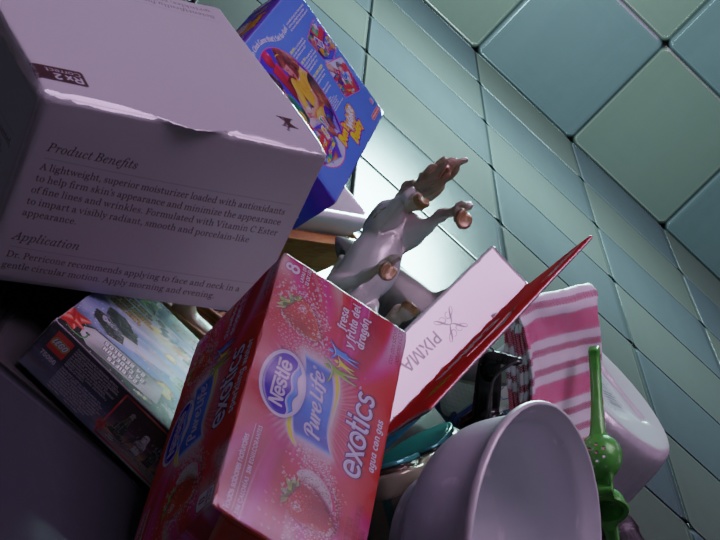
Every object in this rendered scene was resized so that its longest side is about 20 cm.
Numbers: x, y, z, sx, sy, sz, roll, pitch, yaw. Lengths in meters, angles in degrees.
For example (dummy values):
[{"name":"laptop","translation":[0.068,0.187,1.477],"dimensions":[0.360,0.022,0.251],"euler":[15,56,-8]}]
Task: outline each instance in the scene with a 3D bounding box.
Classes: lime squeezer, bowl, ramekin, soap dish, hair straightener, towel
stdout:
[{"name":"lime squeezer","translation":[0.192,0.167,1.386],"dimensions":[0.071,0.037,0.201],"euler":[-104,-176,-80]},{"name":"bowl","translation":[0.079,0.186,1.150],"dimensions":[0.201,0.090,0.202],"euler":[2,87,-59]},{"name":"ramekin","translation":[0.197,0.137,1.626],"dimensions":[0.200,0.098,0.201],"euler":[40,16,-14]},{"name":"soap dish","translation":[-0.091,-0.069,1.449],"dimensions":[0.158,0.081,0.200],"euler":[50,16,18]},{"name":"hair straightener","translation":[0.100,0.130,1.311],"dimensions":[0.041,0.200,0.077],"euler":[2,55,-6]},{"name":"towel","translation":[0.164,0.115,1.388],"dimensions":[0.146,0.030,0.201],"euler":[-13,100,-58]}]

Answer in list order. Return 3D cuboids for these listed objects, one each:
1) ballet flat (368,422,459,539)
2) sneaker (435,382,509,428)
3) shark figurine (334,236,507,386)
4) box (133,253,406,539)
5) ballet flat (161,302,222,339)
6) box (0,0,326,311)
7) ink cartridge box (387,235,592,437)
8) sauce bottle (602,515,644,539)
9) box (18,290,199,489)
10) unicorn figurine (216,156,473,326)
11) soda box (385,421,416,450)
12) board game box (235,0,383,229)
[{"name":"ballet flat","translation":[0.040,0.158,1.259],"dimensions":[0.070,0.069,0.200],"euler":[47,15,8]},{"name":"sneaker","translation":[0.126,0.147,1.453],"dimensions":[0.200,0.075,0.088],"euler":[47,18,-5]},{"name":"shark figurine","translation":[0.084,0.043,1.347],"dimensions":[0.214,0.090,0.128],"euler":[32,21,-30]},{"name":"box","translation":[-0.050,0.102,0.969],"dimensions":[0.095,0.100,0.201],"euler":[33,39,-17]},{"name":"ballet flat","translation":[-0.126,0.016,1.179],"dimensions":[0.200,0.063,0.069],"euler":[43,18,-8]},{"name":"box","translation":[-0.162,-0.089,1.110],"dimensions":[0.198,0.131,0.200],"euler":[10,30,-34]},{"name":"ink cartridge box","translation":[0.048,0.052,1.171],"dimensions":[0.045,0.176,0.200],"euler":[46,53,2]},{"name":"sauce bottle","translation":[0.260,0.290,1.460],"dimensions":[0.065,0.065,0.200],"euler":[29,24,-44]},{"name":"box","translation":[-0.107,0.094,1.074],"dimensions":[0.200,0.040,0.137],"euler":[45,16,-2]},{"name":"unicorn figurine","translation":[0.000,0.000,1.270],"dimensions":[0.137,0.200,0.074],"euler":[-11,-66,57]},{"name":"soda box","translation":[0.012,0.078,1.361],"dimensions":[0.064,0.068,0.200],"euler":[43,16,-7]},{"name":"board game box","translation":[-0.054,-0.133,1.369],"dimensions":[0.135,0.045,0.200],"euler":[54,24,-13]}]
